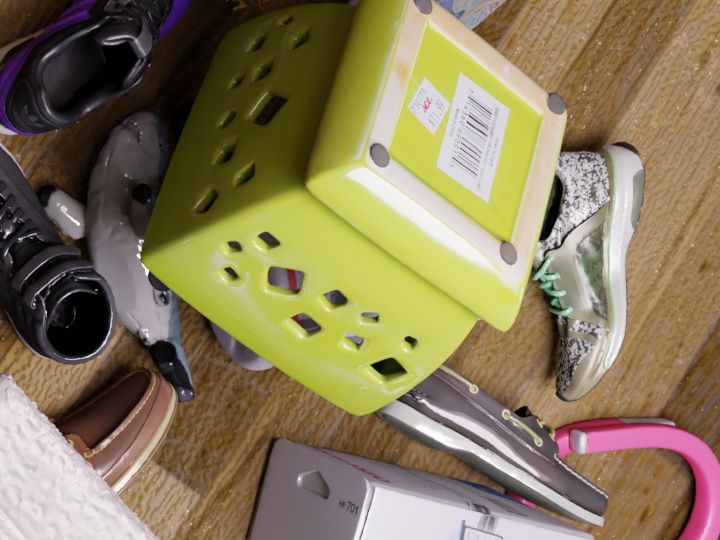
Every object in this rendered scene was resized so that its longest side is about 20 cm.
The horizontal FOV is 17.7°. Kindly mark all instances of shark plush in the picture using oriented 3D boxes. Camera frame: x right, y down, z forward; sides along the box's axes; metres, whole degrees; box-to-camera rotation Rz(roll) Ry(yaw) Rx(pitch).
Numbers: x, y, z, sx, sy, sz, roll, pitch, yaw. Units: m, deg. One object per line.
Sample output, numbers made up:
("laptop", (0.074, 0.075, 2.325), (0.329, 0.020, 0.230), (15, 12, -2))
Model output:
("shark plush", (-0.133, -0.004, 1.572), (0.083, 0.090, 0.201), (-45, 117, -52))

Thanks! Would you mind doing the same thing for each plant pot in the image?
("plant pot", (0.011, -0.056, 1.446), (0.199, 0.181, 0.201), (36, 52, -26))

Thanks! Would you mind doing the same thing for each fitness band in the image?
("fitness band", (0.202, 0.190, 1.821), (0.199, 0.037, 0.145), (-1, 99, -30))

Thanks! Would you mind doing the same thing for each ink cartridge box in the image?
("ink cartridge box", (0.042, 0.191, 1.659), (0.199, 0.146, 0.086), (15, 92, -32))

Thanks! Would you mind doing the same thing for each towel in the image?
("towel", (-0.215, 0.176, 1.497), (0.132, 0.034, 0.200), (-42, 109, -9))

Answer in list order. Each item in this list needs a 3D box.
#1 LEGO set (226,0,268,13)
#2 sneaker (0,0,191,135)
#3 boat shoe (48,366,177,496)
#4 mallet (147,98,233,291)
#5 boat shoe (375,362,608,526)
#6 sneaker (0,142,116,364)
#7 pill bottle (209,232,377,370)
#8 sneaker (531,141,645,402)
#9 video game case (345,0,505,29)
("LEGO set", (-0.057, -0.264, 1.539), (0.153, 0.116, 0.201), (-33, 83, -5))
("sneaker", (-0.155, -0.156, 1.508), (0.200, 0.099, 0.070), (-48, 118, -20))
("boat shoe", (-0.206, 0.133, 1.543), (0.200, 0.072, 0.068), (-44, 119, -15))
("mallet", (-0.110, -0.037, 1.525), (0.041, 0.200, 0.066), (-12, 125, 15))
("boat shoe", (0.108, 0.126, 1.720), (0.201, 0.072, 0.061), (30, 78, -19))
("sneaker", (-0.220, -0.021, 1.494), (0.071, 0.099, 0.201), (-38, 114, -19))
("pill bottle", (0.000, 0.000, 1.622), (0.199, 0.114, 0.115), (-9, 102, -30))
("sneaker", (0.153, -0.002, 1.750), (0.088, 0.077, 0.201), (7, 89, -19))
("video game case", (0.051, -0.187, 1.600), (0.022, 0.182, 0.200), (44, 71, 12))
